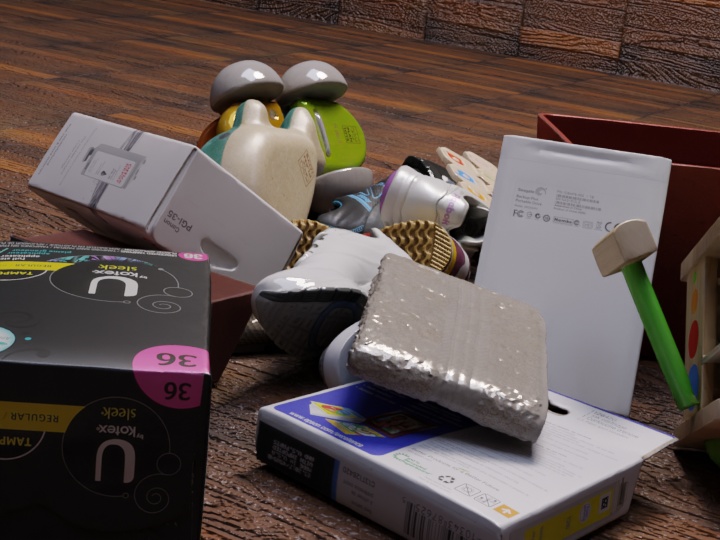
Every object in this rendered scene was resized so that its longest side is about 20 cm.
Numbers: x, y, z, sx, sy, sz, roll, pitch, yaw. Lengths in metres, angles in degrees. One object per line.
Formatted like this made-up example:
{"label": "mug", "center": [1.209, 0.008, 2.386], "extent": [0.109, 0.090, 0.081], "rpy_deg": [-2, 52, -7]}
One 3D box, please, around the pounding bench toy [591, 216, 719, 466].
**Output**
{"label": "pounding bench toy", "center": [0.256, 0.055, 0.918], "extent": [0.199, 0.157, 0.124], "rpy_deg": [7, -16, 1]}

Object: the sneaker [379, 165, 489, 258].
{"label": "sneaker", "center": [0.086, -0.034, 1.261], "extent": [0.099, 0.075, 0.200], "rpy_deg": [20, -5, 23]}

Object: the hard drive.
{"label": "hard drive", "center": [0.156, 0.003, 1.020], "extent": [0.131, 0.201, 0.027], "rpy_deg": [10, -12, 12]}

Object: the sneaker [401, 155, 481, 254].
{"label": "sneaker", "center": [0.111, -0.068, 1.470], "extent": [0.090, 0.076, 0.200], "rpy_deg": [3, 25, -36]}

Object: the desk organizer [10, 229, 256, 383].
{"label": "desk organizer", "center": [-0.175, 0.026, 1.022], "extent": [0.199, 0.072, 0.077], "rpy_deg": [17, 17, 32]}

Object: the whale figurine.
{"label": "whale figurine", "center": [-0.102, -0.091, 1.317], "extent": [0.103, 0.160, 0.200], "rpy_deg": [-7, 26, 24]}

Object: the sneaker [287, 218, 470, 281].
{"label": "sneaker", "center": [0.000, 0.000, 1.200], "extent": [0.199, 0.075, 0.090], "rpy_deg": [2, -18, 24]}

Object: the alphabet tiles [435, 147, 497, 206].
{"label": "alphabet tiles", "center": [0.166, -0.058, 1.379], "extent": [0.195, 0.015, 0.200], "rpy_deg": [27, 22, -26]}

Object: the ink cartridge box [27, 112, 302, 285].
{"label": "ink cartridge box", "center": [-0.166, -0.051, 1.138], "extent": [0.200, 0.083, 0.146], "rpy_deg": [19, -15, 47]}

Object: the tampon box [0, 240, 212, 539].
{"label": "tampon box", "center": [-0.163, 0.073, 0.764], "extent": [0.149, 0.127, 0.200], "rpy_deg": [3, 17, -8]}

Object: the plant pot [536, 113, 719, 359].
{"label": "plant pot", "center": [0.257, -0.026, 1.178], "extent": [0.199, 0.177, 0.200], "rpy_deg": [5, 16, -4]}

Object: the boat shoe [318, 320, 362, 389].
{"label": "boat shoe", "center": [0.024, 0.057, 1.011], "extent": [0.066, 0.070, 0.200], "rpy_deg": [-3, 11, 37]}

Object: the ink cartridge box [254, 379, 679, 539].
{"label": "ink cartridge box", "center": [0.069, 0.117, 0.862], "extent": [0.197, 0.047, 0.199], "rpy_deg": [19, 18, 39]}

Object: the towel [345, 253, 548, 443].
{"label": "towel", "center": [0.062, 0.049, 0.906], "extent": [0.132, 0.035, 0.200], "rpy_deg": [20, 19, 1]}

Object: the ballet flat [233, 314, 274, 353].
{"label": "ballet flat", "center": [-0.040, 0.033, 1.091], "extent": [0.199, 0.047, 0.067], "rpy_deg": [-3, 20, -30]}

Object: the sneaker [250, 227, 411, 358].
{"label": "sneaker", "center": [-0.023, 0.011, 1.040], "extent": [0.087, 0.075, 0.200], "rpy_deg": [50, 27, 21]}

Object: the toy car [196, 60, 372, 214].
{"label": "toy car", "center": [-0.092, -0.131, 1.486], "extent": [0.199, 0.176, 0.150], "rpy_deg": [-8, -15, -39]}

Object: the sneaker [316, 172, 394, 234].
{"label": "sneaker", "center": [0.009, -0.065, 1.394], "extent": [0.081, 0.074, 0.200], "rpy_deg": [9, 16, 9]}
